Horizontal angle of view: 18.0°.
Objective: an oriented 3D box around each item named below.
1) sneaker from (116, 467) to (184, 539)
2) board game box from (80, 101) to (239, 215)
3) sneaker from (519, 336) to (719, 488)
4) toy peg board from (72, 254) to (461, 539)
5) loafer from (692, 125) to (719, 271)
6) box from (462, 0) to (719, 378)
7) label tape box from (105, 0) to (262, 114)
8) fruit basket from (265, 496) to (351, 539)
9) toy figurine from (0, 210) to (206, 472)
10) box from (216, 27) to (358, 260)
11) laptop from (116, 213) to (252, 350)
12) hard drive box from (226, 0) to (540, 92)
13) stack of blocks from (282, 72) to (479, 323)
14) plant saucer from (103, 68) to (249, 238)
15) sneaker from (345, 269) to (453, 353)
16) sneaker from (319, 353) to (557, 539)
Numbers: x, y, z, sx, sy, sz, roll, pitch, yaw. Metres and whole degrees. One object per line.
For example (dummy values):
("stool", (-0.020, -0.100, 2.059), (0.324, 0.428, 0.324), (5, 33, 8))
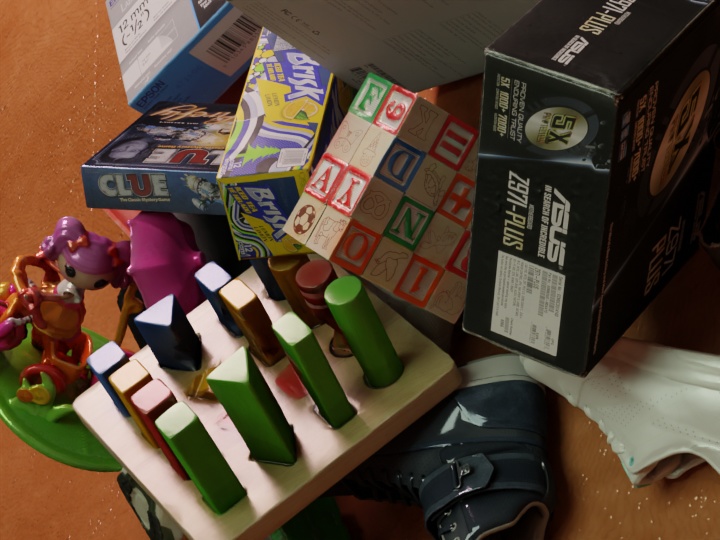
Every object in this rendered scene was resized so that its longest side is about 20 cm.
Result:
("sneaker", (-0.121, 0.127, 1.622), (0.077, 0.089, 0.200), (53, 157, 15))
("board game box", (-0.081, -0.080, 1.627), (0.200, 0.035, 0.135), (3, 25, 20))
("sneaker", (0.166, 0.086, 1.377), (0.200, 0.075, 0.089), (10, 90, 51))
("toy peg board", (-0.078, 0.054, 1.468), (0.200, 0.098, 0.199), (-37, 42, -12))
("loafer", (0.255, -0.083, 1.358), (0.073, 0.071, 0.200), (1, 71, 50))
("box", (0.141, -0.067, 1.331), (0.086, 0.164, 0.200), (22, 130, 24))
("label tape box", (-0.140, -0.232, 1.856), (0.143, 0.066, 0.200), (-43, 44, 25))
("fruit basket", (-0.089, 0.232, 1.573), (0.200, 0.094, 0.185), (-49, 40, 24))
("toy figurine", (-0.195, 0.022, 1.649), (0.184, 0.200, 0.150), (-56, 15, 33))
("box", (-0.043, -0.092, 1.517), (0.064, 0.070, 0.200), (-5, 35, 13))
("laptop", (-0.085, 0.020, 1.714), (0.177, 0.103, 0.200), (60, 143, 30))
("hard drive box", (0.041, -0.191, 1.433), (0.200, 0.156, 0.077), (-12, 59, 40))
("stack of blocks", (0.062, -0.030, 1.449), (0.059, 0.200, 0.115), (32, 94, 52))
("plant saucer", (-0.113, -0.095, 1.829), (0.200, 0.037, 0.200), (-59, 38, 8))
("sneaker", (0.000, 0.000, 1.601), (0.200, 0.076, 0.092), (41, 136, 49))
("sneaker", (0.032, 0.149, 1.461), (0.202, 0.077, 0.146), (-21, 54, 21))
